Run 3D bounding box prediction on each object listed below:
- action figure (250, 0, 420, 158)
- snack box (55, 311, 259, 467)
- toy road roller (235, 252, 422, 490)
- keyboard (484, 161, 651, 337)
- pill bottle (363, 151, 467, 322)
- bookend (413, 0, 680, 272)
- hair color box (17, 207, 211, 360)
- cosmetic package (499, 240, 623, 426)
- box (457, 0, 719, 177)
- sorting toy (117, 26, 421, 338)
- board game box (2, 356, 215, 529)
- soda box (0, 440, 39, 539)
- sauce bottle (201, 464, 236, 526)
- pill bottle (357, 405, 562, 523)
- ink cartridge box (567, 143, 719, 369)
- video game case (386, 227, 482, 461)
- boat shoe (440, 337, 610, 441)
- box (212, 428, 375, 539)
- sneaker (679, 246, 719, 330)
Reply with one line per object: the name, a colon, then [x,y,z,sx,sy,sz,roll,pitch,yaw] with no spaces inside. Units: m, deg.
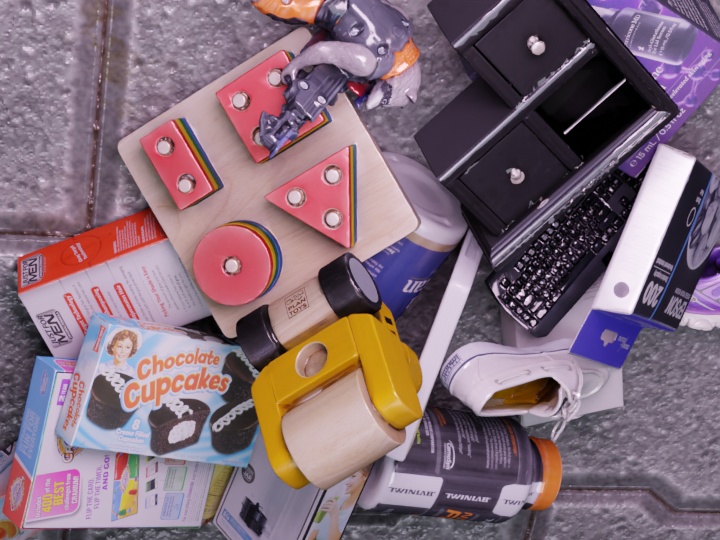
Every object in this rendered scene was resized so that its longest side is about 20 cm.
action figure: [-0.029,-0.192,1.507,0.193,0.201,0.104,41,145,-18]
snack box: [-0.172,0.111,1.700,0.199,0.037,0.117,12,100,-40]
toy road roller: [-0.006,0.098,1.563,0.122,0.201,0.146,-32,136,17]
keyboard: [0.189,-0.044,1.682,0.104,0.040,0.200,40,79,6]
pill bottle: [0.000,0.000,1.702,0.110,0.111,0.200,25,119,-26]
bookend: [0.113,-0.142,1.485,0.198,0.092,0.200,-40,123,11]
hair color box: [-0.202,0.006,1.700,0.198,0.061,0.102,-20,127,3]
cosmetic package: [0.190,0.042,1.785,0.106,0.085,0.201,-10,128,-5]
box: [0.198,-0.198,1.596,0.199,0.105,0.148,26,119,-27]
sorting toy: [-0.083,-0.072,1.592,0.199,0.070,0.200,-30,91,10]
board game box: [-0.222,0.162,1.733,0.199,0.040,0.154,7,102,-40]
soda box: [-0.296,0.193,1.816,0.199,0.069,0.064,-30,128,11]
sauce bottle: [-0.130,0.161,1.829,0.066,0.066,0.201,20,116,-23]
pill bottle: [0.096,0.188,1.811,0.198,0.107,0.107,9,125,-24]
ink cartridge box: [0.267,-0.001,1.681,0.201,0.043,0.198,-66,158,4]
video game case: [0.078,0.047,1.712,0.023,0.182,0.201,21,123,2]
boat shoe: [0.169,0.111,1.690,0.201,0.086,0.075,6,124,-43]
box: [-0.057,0.191,1.777,0.060,0.117,0.201,-2,125,-45]
sneaker: [0.382,0.015,1.809,0.198,0.081,0.084,4,120,-12]
